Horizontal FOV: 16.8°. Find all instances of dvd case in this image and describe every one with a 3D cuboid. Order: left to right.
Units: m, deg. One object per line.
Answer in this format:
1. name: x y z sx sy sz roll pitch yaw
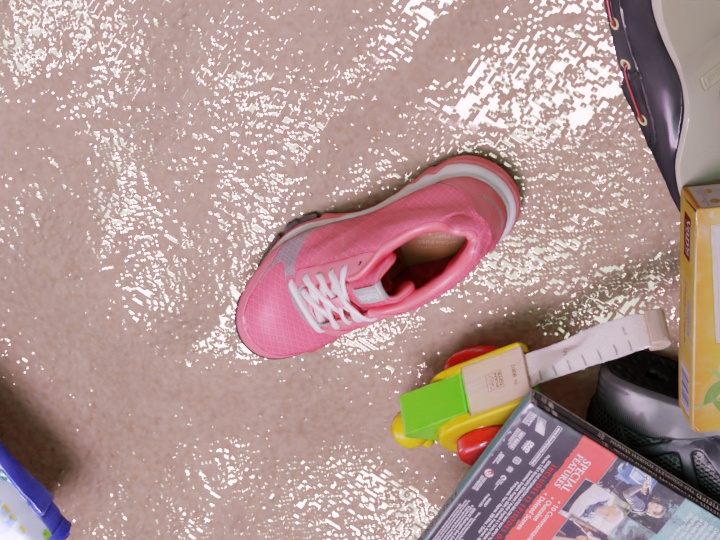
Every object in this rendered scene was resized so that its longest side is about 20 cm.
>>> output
1. dvd case: 0.144 0.176 1.448 0.199 0.022 0.146 31 114 -7

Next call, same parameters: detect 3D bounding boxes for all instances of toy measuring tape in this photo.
1. toy measuring tape: 0.107 0.070 1.466 0.199 0.074 0.074 -22 109 27

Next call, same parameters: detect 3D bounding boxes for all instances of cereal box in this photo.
1. cereal box: 0.282 0.014 1.395 0.198 0.040 0.145 -5 115 -6

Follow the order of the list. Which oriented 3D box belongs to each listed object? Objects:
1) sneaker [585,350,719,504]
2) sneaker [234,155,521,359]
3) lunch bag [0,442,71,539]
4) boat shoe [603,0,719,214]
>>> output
1. sneaker: 0.226 0.132 1.474 0.198 0.076 0.115 18 119 7
2. sneaker: 0.000 0.000 1.451 0.199 0.087 0.074 -30 105 23
3. lunch bag: -0.302 0.145 1.561 0.199 0.128 0.170 -31 105 33
4. boat shoe: 0.187 -0.105 1.381 0.073 0.063 0.202 -32 125 -20
